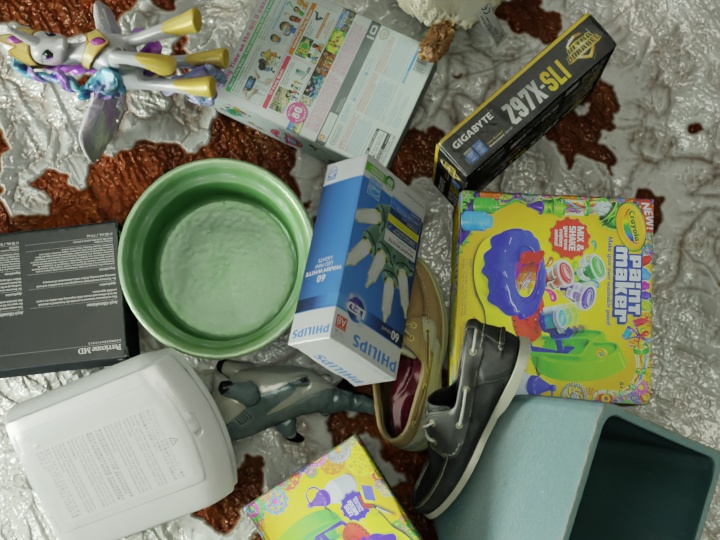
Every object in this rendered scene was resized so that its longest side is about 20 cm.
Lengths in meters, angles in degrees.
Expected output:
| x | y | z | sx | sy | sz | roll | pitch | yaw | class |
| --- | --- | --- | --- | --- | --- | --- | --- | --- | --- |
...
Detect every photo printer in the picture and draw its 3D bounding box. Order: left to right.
| x | y | z | sx | sy | sz | roll | pitch | yaw | class |
| --- | --- | --- | --- | --- | --- | --- | --- | --- | --- |
| -0.228 | 0.175 | 1.219 | 0.199 | 0.069 | 0.167 | -22 | 101 | 13 | photo printer |

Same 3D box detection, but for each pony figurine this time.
| x | y | z | sx | sy | sz | roll | pitch | yaw | class |
| --- | --- | --- | --- | --- | --- | --- | --- | --- | --- |
| -0.238 | -0.206 | 1.241 | 0.198 | 0.193 | 0.168 | 1 | 79 | 10 | pony figurine |

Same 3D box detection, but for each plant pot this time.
| x | y | z | sx | sy | sz | roll | pitch | yaw | class |
| --- | --- | --- | --- | --- | --- | --- | --- | --- | --- |
| 0.184 | 0.222 | 1.169 | 0.196 | 0.199 | 0.197 | 24 | 81 | -38 | plant pot |

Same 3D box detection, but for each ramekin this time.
| x | y | z | sx | sy | sz | roll | pitch | yaw | class |
| --- | --- | --- | --- | --- | --- | --- | --- | --- | --- |
| -0.140 | -0.007 | 1.266 | 0.198 | 0.098 | 0.202 | 0 | 82 | 1 | ramekin |

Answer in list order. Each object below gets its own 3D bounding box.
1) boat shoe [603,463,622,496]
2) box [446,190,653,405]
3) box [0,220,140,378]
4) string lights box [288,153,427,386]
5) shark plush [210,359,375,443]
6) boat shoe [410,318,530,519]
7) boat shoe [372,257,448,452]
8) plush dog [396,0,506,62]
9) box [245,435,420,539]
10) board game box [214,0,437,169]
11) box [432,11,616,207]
| x | y | z | sx | sy | sz | roll | pitch | yaw | class |
| --- | --- | --- | --- | --- | --- | --- | --- | --- | --- |
| 0.297 | 0.283 | 1.232 | 0.075 | 0.072 | 0.201 | -22 | 82 | -2 | boat shoe |
| 0.187 | 0.032 | 1.244 | 0.191 | 0.122 | 0.202 | 2 | 83 | 1 | box |
| -0.335 | 0.035 | 1.274 | 0.198 | 0.079 | 0.142 | -6 | 79 | 0 | box |
| 0.000 | 0.000 | 1.219 | 0.059 | 0.103 | 0.201 | -13 | 55 | 39 | string lights box |
| -0.074 | 0.139 | 1.282 | 0.198 | 0.091 | 0.084 | -3 | 102 | -20 | shark plush |
| 0.087 | 0.138 | 1.144 | 0.067 | 0.072 | 0.201 | 20 | 110 | -10 | boat shoe |
| 0.046 | 0.082 | 1.255 | 0.073 | 0.066 | 0.202 | -10 | 77 | 28 | boat shoe |
| 0.070 | -0.320 | 1.284 | 0.199 | 0.172 | 0.161 | 4 | 121 | -28 | plush dog |
| 0.000 | 0.273 | 1.170 | 0.121 | 0.193 | 0.201 | -32 | 83 | -3 | box |
| -0.036 | -0.200 | 1.309 | 0.199 | 0.064 | 0.148 | 26 | 82 | 3 | board game box |
| 0.161 | -0.156 | 1.252 | 0.200 | 0.160 | 0.049 | -41 | 84 | -4 | box |
